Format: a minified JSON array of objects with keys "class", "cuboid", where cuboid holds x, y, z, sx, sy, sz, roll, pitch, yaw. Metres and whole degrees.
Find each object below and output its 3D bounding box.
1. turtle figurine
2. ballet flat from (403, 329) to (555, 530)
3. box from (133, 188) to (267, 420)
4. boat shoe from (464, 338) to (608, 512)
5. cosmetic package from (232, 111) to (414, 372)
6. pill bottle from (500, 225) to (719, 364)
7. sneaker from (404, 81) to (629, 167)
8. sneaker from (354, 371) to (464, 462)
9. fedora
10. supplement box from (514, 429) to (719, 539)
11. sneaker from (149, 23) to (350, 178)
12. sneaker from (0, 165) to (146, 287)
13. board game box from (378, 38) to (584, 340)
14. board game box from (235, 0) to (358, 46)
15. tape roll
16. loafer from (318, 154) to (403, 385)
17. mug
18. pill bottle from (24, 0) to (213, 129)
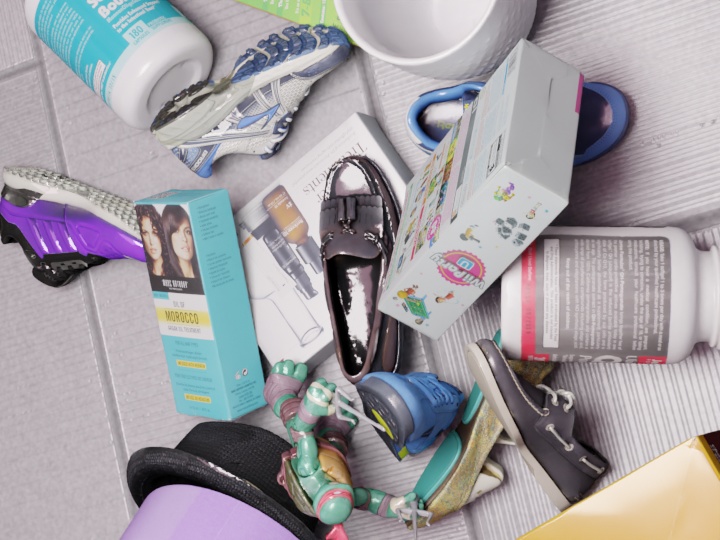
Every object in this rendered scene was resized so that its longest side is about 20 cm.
[{"class":"turtle figurine","cuboid":[-0.023,0.157,1.361,0.100,0.200,0.150,-31,118,-2]},{"class":"ballet flat","cuboid":[0.106,0.147,1.392,0.070,0.071,0.201,31,100,21]},{"class":"box","cuboid":[-0.143,0.030,1.459,0.082,0.049,0.202,3,108,46]},{"class":"boat shoe","cuboid":[0.145,0.116,1.322,0.062,0.201,0.073,-32,37,1]},{"class":"cosmetic package","cuboid":[-0.030,-0.020,1.460,0.200,0.052,0.151,-39,77,16]},{"class":"pill bottle","cuboid":[0.212,0.020,1.311,0.198,0.111,0.112,1,88,6]},{"class":"sneaker","cuboid":[0.128,-0.125,1.382,0.198,0.082,0.075,-3,85,21]},{"class":"sneaker","cuboid":[0.045,0.106,1.344,0.078,0.200,0.066,-34,77,-5]},{"class":"fedora","cuboid":[-0.105,0.197,1.442,0.199,0.202,0.092,16,51,22]},{"class":"supplement box","cuboid":[0.230,0.228,1.259,0.196,0.200,0.134,-33,76,18]},{"class":"sneaker","cuboid":[-0.089,-0.152,1.479,0.199,0.077,0.085,-27,118,15]},{"class":"sneaker","cuboid":[-0.267,-0.026,1.553,0.199,0.069,0.101,22,103,26]},{"class":"board game box","cuboid":[0.096,-0.062,1.296,0.064,0.148,0.200,27,137,-14]},{"class":"board game box","cuboid":[-0.059,-0.279,1.495,0.198,0.030,0.096,23,96,19]},{"class":"tape roll","cuboid":[-0.119,0.276,1.407,0.198,0.201,0.066,17,51,22]},{"class":"loafer","cuboid":[0.000,0.000,1.386,0.071,0.063,0.202,-6,88,20]},{"class":"mug","cuboid":[0.097,-0.239,1.349,0.198,0.175,0.149,-17,82,20]},{"class":"pill bottle","cuboid":[-0.239,-0.233,1.522,0.200,0.111,0.111,43,103,18]}]
